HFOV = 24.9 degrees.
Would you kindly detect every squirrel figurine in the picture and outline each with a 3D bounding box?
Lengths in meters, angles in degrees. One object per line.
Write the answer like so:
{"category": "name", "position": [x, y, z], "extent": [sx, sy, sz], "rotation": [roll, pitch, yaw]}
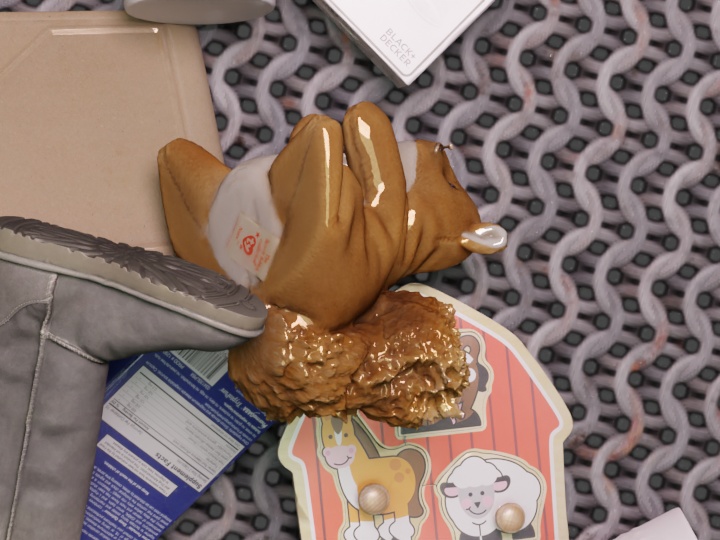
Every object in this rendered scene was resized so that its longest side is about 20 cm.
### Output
{"category": "squirrel figurine", "position": [0.000, 0.000, 0.989], "extent": [0.141, 0.186, 0.201], "rotation": [-14, 82, 41]}

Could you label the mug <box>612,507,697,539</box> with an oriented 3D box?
{"category": "mug", "position": [0.155, 0.257, 0.995], "extent": [0.175, 0.200, 0.148], "rotation": [-28, 96, 6]}

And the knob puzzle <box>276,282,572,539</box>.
{"category": "knob puzzle", "position": [0.044, 0.108, 1.061], "extent": [0.219, 0.030, 0.220], "rotation": [0, 88, -8]}

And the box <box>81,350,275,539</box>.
{"category": "box", "position": [-0.146, 0.115, 1.039], "extent": [0.200, 0.032, 0.121], "rotation": [-46, 131, -1]}

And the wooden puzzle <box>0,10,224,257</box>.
{"category": "wooden puzzle", "position": [-0.180, -0.077, 1.010], "extent": [0.199, 0.037, 0.186], "rotation": [-2, 67, -26]}

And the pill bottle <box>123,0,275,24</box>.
{"category": "pill bottle", "position": [-0.102, -0.261, 1.020], "extent": [0.113, 0.114, 0.201], "rotation": [-1, 87, -1]}

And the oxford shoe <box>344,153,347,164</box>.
{"category": "oxford shoe", "position": [-0.072, -0.009, 1.058], "extent": [0.200, 0.058, 0.075], "rotation": [-30, 89, -2]}

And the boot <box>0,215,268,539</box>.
{"category": "boot", "position": [-0.156, 0.084, 0.930], "extent": [0.181, 0.073, 0.201], "rotation": [17, 100, 15]}

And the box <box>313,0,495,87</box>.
{"category": "box", "position": [0.058, -0.227, 1.050], "extent": [0.117, 0.060, 0.200], "rotation": [44, 90, -6]}
